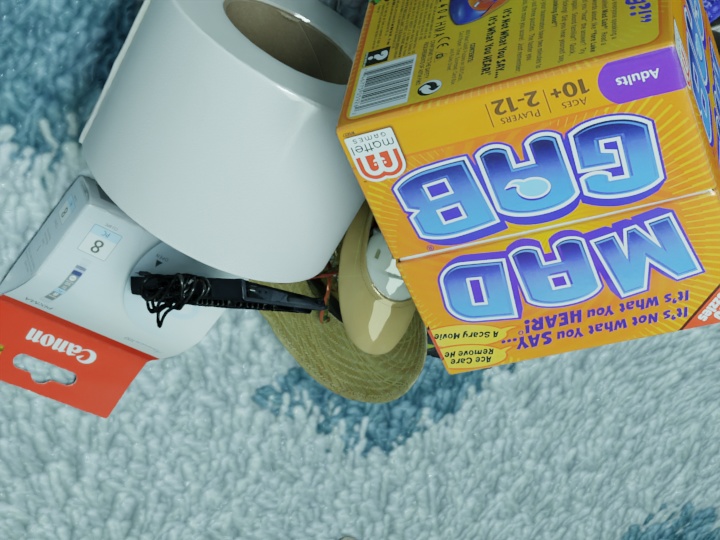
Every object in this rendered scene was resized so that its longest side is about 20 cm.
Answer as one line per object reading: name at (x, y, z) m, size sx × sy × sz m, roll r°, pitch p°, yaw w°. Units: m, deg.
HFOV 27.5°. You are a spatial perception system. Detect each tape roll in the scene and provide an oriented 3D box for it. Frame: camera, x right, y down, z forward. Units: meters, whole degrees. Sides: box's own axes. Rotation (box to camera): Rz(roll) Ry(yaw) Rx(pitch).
tape roll at (-0.077, -0.107, 1.030) m, size 0.201 × 0.203 × 0.140 m, roll 15°, pitch 120°, yaw -31°

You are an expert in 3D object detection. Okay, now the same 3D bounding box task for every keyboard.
keyboard at (-0.114, 0.028, 1.077) m, size 0.103 × 0.199 × 0.040 m, roll 14°, pitch 82°, yaw -30°

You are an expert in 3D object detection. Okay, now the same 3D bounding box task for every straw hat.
straw hat at (0.000, 0.000, 1.196) m, size 0.085 × 0.200 × 0.202 m, roll -34°, pitch 142°, yaw -41°

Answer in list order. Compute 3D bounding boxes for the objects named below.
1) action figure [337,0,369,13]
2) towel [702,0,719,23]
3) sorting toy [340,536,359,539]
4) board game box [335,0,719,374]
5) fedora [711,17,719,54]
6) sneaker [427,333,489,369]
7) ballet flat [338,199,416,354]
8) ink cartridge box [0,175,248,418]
action figure at (0.031, -0.266, 1.042) m, size 0.129 × 0.070 × 0.201 m, roll 8°, pitch 127°, yaw -36°
towel at (0.164, -0.177, 1.009) m, size 0.147 × 0.050 × 0.200 m, roll 26°, pitch 131°, yaw -23°
sorting toy at (-0.011, 0.379, 1.552) m, size 0.184 × 0.037 × 0.200 m, roll 26°, pitch 113°, yaw -36°
board game box at (0.124, -0.090, 0.930) m, size 0.198 × 0.201 × 0.201 m, roll -12°, pitch 127°, yaw 20°
fedora at (0.309, -0.216, 1.176) m, size 0.198 × 0.091 × 0.178 m, roll -10°, pitch 128°, yaw -2°
sneaker at (0.093, 0.022, 1.240) m, size 0.073 × 0.200 × 0.082 m, roll 12°, pitch 110°, yaw 12°
ballet flat at (0.029, -0.040, 1.067) m, size 0.068 × 0.063 × 0.202 m, roll 14°, pitch 76°, yaw -21°
ink cartridge box at (-0.211, 0.038, 1.191) m, size 0.159 × 0.047 × 0.200 m, roll 26°, pitch 111°, yaw -36°
